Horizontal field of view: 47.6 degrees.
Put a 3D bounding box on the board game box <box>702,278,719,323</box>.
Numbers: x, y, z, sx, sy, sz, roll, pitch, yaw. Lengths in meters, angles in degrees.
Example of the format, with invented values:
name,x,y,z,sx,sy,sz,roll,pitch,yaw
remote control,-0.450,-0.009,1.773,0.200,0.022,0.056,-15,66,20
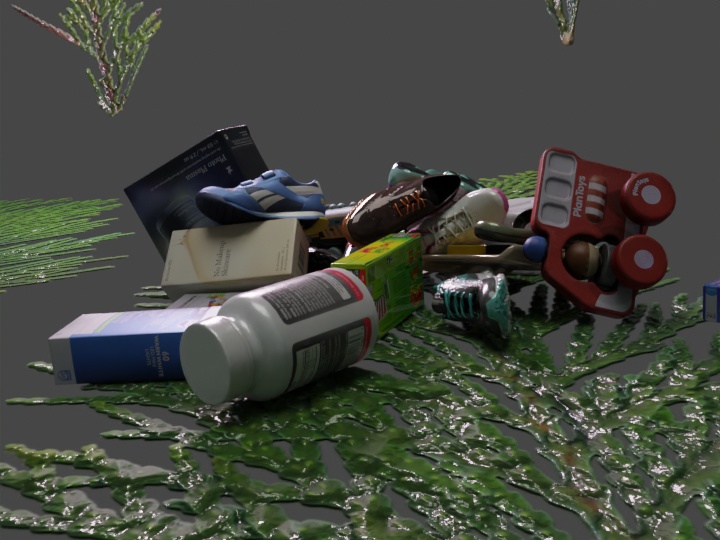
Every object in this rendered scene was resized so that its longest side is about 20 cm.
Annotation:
name,x,y,z,sx,sy,sz,roll,pitch,yaw
board game box,0.528,0.027,0.988,0.198,0.045,0.134,-14,15,-37

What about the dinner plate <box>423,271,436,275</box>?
name,x,y,z,sx,sy,sz,roll,pitch,yaw
dinner plate,0.117,-0.033,1.344,0.198,0.024,0.201,-24,19,9

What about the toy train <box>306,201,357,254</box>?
name,x,y,z,sx,sy,sz,roll,pitch,yaw
toy train,-0.027,-0.055,1.363,0.085,0.115,0.199,-16,9,-39

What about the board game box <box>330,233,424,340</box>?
name,x,y,z,sx,sy,sz,roll,pitch,yaw
board game box,0.027,0.020,1.061,0.047,0.103,0.200,2,13,24

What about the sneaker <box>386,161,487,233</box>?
name,x,y,z,sx,sy,sz,roll,pitch,yaw
sneaker,0.117,-0.088,1.313,0.198,0.141,0.078,10,22,-24

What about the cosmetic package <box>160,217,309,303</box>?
name,x,y,z,sx,sy,sz,roll,pitch,yaw
cosmetic package,-0.180,-0.008,1.197,0.197,0.073,0.105,-6,56,11

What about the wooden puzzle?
name,x,y,z,sx,sy,sz,roll,pitch,yaw
wooden puzzle,0.208,-0.017,1.152,0.183,0.038,0.199,5,-6,-33

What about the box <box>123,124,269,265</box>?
name,x,y,z,sx,sy,sz,roll,pitch,yaw
box,-0.237,-0.098,1.325,0.199,0.200,0.123,-27,7,18

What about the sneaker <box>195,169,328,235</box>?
name,x,y,z,sx,sy,sz,roll,pitch,yaw
sneaker,-0.145,-0.105,1.215,0.198,0.083,0.074,6,-20,-17

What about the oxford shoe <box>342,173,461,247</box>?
name,x,y,z,sx,sy,sz,roll,pitch,yaw
oxford shoe,0.060,-0.095,1.166,0.199,0.072,0.072,-30,0,-30

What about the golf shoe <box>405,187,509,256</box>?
name,x,y,z,sx,sy,sz,roll,pitch,yaw
golf shoe,0.127,-0.053,1.195,0.199,0.076,0.091,-33,-6,33

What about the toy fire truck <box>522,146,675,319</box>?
name,x,y,z,sx,sy,sz,roll,pitch,yaw
toy fire truck,0.293,-0.046,1.036,0.166,0.202,0.112,13,-16,1

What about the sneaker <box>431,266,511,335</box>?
name,x,y,z,sx,sy,sz,roll,pitch,yaw
sneaker,0.134,0.042,1.013,0.090,0.079,0.200,-8,3,1

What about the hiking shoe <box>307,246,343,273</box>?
name,x,y,z,sx,sy,sz,roll,pitch,yaw
hiking shoe,-0.075,-0.009,1.292,0.198,0.077,0.100,4,18,38

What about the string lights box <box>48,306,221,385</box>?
name,x,y,z,sx,sy,sz,roll,pitch,yaw
string lights box,-0.246,0.085,0.957,0.197,0.060,0.103,-3,13,5

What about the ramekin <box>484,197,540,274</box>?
name,x,y,z,sx,sy,sz,roll,pitch,yaw
ramekin,0.293,-0.063,1.361,0.198,0.099,0.201,-4,12,1

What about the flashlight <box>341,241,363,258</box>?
name,x,y,z,sx,sy,sz,roll,pitch,yaw
flashlight,0.000,0.000,1.158,0.067,0.068,0.201,-29,22,26

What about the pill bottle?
name,x,y,z,sx,sy,sz,roll,pitch,yaw
pill bottle,-0.083,0.070,0.849,0.110,0.112,0.199,7,16,42

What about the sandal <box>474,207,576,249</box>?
name,x,y,z,sx,sy,sz,roll,pitch,yaw
sandal,0.238,-0.060,1.106,0.199,0.058,0.079,5,0,-40

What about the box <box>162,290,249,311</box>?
name,x,y,z,sx,sy,sz,roll,pitch,yaw
box,-0.159,0.062,1.083,0.197,0.042,0.156,-4,11,7
